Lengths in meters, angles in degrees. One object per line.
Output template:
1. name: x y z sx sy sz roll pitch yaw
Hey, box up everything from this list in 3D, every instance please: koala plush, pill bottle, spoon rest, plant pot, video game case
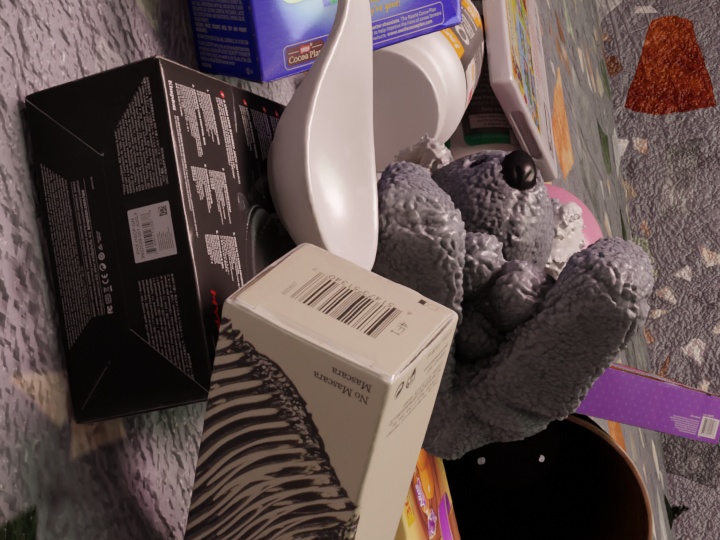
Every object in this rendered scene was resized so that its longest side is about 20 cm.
1. koala plush: 0.074 -0.005 0.771 0.201 0.175 0.185 -78 -172 -51
2. pill bottle: 0.094 -0.186 1.156 0.113 0.111 0.204 24 57 -67
3. pill bottle: 0.035 -0.156 0.959 0.200 0.115 0.118 -63 137 -63
4. spoon rest: -0.019 -0.094 0.610 0.099 0.060 0.204 6 71 -70
5. plant pot: 0.128 0.171 0.977 0.200 0.184 0.190 -72 147 -77
6. video game case: 0.141 -0.209 1.097 0.182 0.023 0.203 48 36 -59

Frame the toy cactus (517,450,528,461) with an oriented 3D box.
1. toy cactus: 0.166 0.115 1.157 0.200 0.101 0.168 114 -38 -72

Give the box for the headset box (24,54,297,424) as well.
1. headset box: -0.073 -0.011 0.612 0.200 0.076 0.152 2 77 -72

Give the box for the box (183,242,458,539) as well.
1. box: -0.026 0.098 0.527 0.068 0.081 0.203 -39 146 -54

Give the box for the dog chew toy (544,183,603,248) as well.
1. dog chew toy: 0.109 -0.016 0.937 0.199 0.123 0.127 14 65 -53

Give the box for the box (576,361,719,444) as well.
1. box: 0.163 0.081 0.905 0.198 0.136 0.040 16 90 -38

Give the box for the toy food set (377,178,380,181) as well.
1. toy food set: 0.000 0.000 0.846 0.200 0.059 0.146 0 79 -72

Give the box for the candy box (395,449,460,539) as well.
1. candy box: 0.030 0.198 0.825 0.117 0.056 0.203 -22 99 -71

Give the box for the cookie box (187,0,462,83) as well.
1. cookie box: -0.027 -0.232 0.713 0.170 0.075 0.203 -23 116 -36
